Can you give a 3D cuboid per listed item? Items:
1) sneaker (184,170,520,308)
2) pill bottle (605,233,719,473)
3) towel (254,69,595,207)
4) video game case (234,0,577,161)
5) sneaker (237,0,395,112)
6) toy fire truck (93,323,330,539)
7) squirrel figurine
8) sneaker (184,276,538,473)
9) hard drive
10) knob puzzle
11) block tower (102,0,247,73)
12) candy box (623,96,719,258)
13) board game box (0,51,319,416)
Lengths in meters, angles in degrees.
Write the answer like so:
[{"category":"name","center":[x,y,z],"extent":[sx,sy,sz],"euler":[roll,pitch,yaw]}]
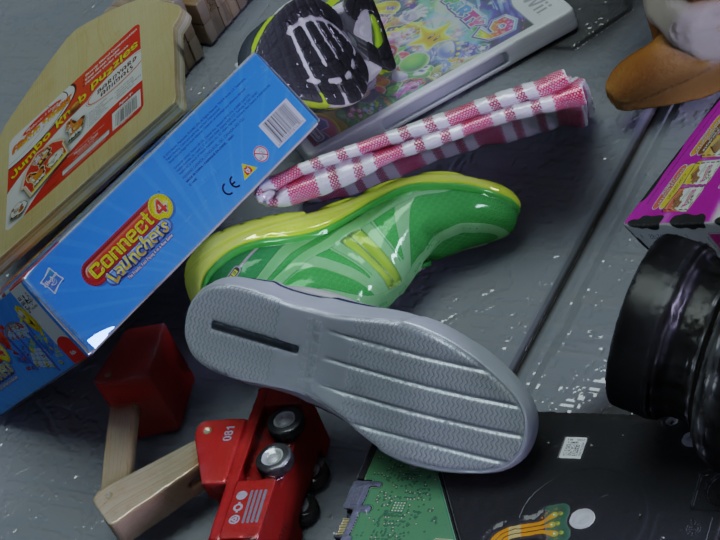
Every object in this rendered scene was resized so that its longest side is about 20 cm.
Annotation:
[{"category":"sneaker","center":[0.000,0.000,1.203],"extent":[0.198,0.074,0.084],"euler":[-17,76,-8]},{"category":"pill bottle","center":[0.218,0.053,0.944],"extent":[0.199,0.112,0.112],"euler":[19,52,21]},{"category":"towel","center":[0.040,-0.071,1.226],"extent":[0.198,0.030,0.146],"euler":[-19,-1,9]},{"category":"video game case","center":[0.027,-0.150,1.394],"extent":[0.199,0.018,0.143],"euler":[-29,38,-8]},{"category":"sneaker","center":[-0.038,-0.124,1.293],"extent":[0.081,0.074,0.200],"euler":[-27,1,19]},{"category":"toy fire truck","center":[-0.091,0.113,1.120],"extent":[0.140,0.049,0.201],"euler":[-5,42,22]},{"category":"squirrel figurine","center":[0.221,-0.221,1.264],"extent":[0.198,0.142,0.188],"euler":[-9,55,-9]},{"category":"sneaker","center":[0.008,0.045,1.071],"extent":[0.199,0.074,0.071],"euler":[23,15,24]},{"category":"hard drive","center":[0.084,0.131,1.018],"extent":[0.198,0.038,0.140],"euler":[0,43,26]},{"category":"knob puzzle","center":[-0.175,-0.097,1.346],"extent":[0.219,0.030,0.221],"euler":[-35,33,27]},{"category":"block tower","center":[-0.134,-0.184,1.488],"extent":[0.054,0.058,0.200],"euler":[9,47,35]},{"category":"candy box","center":[0.239,-0.055,1.059],"extent":[0.137,0.061,0.200],"euler":[-51,18,-15]},{"category":"board game box","center":[-0.139,-0.016,1.209],"extent":[0.200,0.056,0.196],"euler":[-47,9,-28]}]
